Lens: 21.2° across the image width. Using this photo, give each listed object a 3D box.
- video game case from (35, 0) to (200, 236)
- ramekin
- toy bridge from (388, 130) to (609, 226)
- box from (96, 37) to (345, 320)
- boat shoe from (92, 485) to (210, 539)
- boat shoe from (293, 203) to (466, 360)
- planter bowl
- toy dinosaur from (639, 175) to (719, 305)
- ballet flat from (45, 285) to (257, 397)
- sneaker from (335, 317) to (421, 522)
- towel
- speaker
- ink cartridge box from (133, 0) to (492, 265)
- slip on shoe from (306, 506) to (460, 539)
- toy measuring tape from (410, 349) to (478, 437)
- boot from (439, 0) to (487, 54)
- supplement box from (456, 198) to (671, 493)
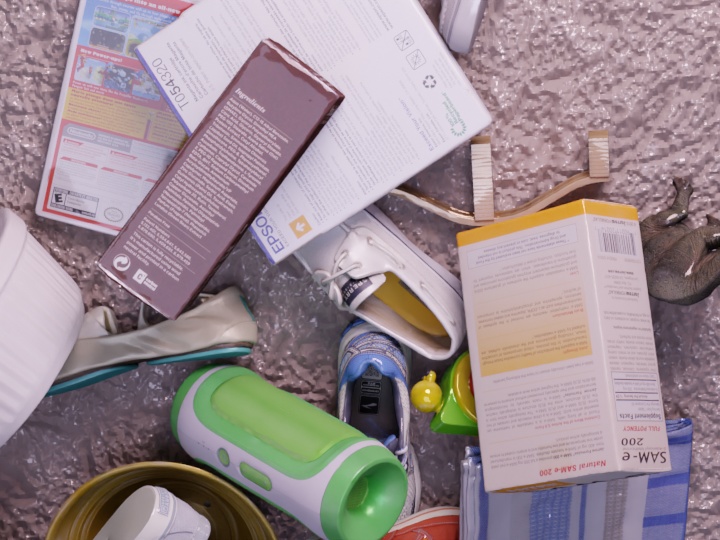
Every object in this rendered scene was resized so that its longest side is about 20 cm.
[{"bbox_3d":[-0.164,-0.120,1.496,0.142,0.017,0.201,15,107,-2],"label":"video game case"},{"bbox_3d":[-0.295,0.061,1.471,0.094,0.203,0.202,39,105,-20],"label":"ramekin"},{"bbox_3d":[0.094,-0.069,1.495,0.199,0.027,0.068,-3,108,5],"label":"toy bridge"},{"bbox_3d":[-0.097,-0.067,1.384,0.075,0.100,0.200,35,96,-1],"label":"box"},{"bbox_3d":[-0.189,0.249,1.493,0.071,0.070,0.201,30,119,-25],"label":"boat shoe"},{"bbox_3d":[0.000,0.000,1.492,0.200,0.070,0.071,39,121,-11],"label":"boat shoe"},{"bbox_3d":[-0.153,0.232,1.567,0.199,0.084,0.202,1,108,5],"label":"planter bowl"},{"bbox_3d":[0.245,-0.009,1.455,0.102,0.200,0.077,-48,128,-8],"label":"toy dinosaur"},{"bbox_3d":[-0.180,0.053,1.532,0.199,0.070,0.070,-12,106,4],"label":"ballet flat"},{"bbox_3d":[0.007,0.142,1.532,0.077,0.085,0.201,-4,109,4],"label":"sneaker"},{"bbox_3d":[0.171,0.192,1.534,0.199,0.024,0.148,-7,117,-15],"label":"towel"},{"bbox_3d":[-0.058,0.139,1.481,0.199,0.088,0.089,25,113,41],"label":"speaker"},{"bbox_3d":[-0.035,-0.140,1.445,0.199,0.043,0.197,-32,93,5],"label":"ink cartridge box"},{"bbox_3d":[0.035,0.235,1.529,0.199,0.061,0.074,-3,124,-40],"label":"slip on shoe"},{"bbox_3d":[0.134,0.099,1.534,0.199,0.074,0.074,6,108,-17],"label":"toy measuring tape"},{"bbox_3d":[0.060,-0.266,1.418,0.095,0.074,0.201,12,95,5],"label":"boot"},{"bbox_3d":[0.150,0.059,1.434,0.126,0.073,0.201,-14,77,41],"label":"supplement box"}]
